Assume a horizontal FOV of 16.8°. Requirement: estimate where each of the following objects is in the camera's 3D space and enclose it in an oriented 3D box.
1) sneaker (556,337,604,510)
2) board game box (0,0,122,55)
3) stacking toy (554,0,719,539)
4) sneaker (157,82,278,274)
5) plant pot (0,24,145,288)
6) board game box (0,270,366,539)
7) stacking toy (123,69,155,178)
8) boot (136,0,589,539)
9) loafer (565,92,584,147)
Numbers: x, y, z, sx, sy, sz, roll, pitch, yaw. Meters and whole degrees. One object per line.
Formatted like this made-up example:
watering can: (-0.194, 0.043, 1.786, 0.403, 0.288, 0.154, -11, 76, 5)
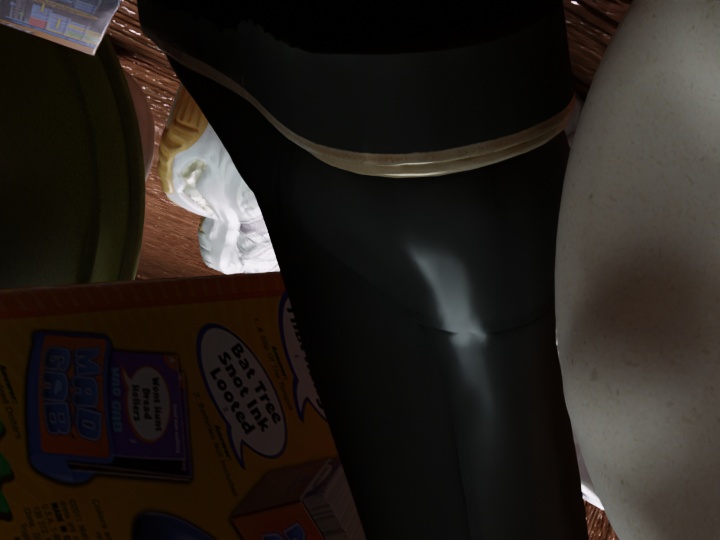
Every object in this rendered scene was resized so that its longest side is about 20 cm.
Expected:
sneaker: (0.107, 0.054, 0.821, 0.199, 0.075, 0.084, 26, -168, 36)
board game box: (-0.136, -0.109, 0.513, 0.199, 0.057, 0.165, 19, 178, -8)
stacking toy: (0.149, 0.003, 0.451, 0.199, 0.147, 0.146, 1, -173, -35)
sneaker: (-0.017, -0.028, 0.955, 0.087, 0.076, 0.200, 18, 177, 10)
plant pot: (-0.176, -0.021, 0.664, 0.199, 0.202, 0.193, 18, -176, 6)
board game box: (-0.091, 0.133, 0.602, 0.199, 0.201, 0.199, -30, 166, 31)
stacking toy: (-0.153, -0.076, 0.963, 0.085, 0.086, 0.200, 17, 171, 20)
boot: (0.000, 0.000, 0.554, 0.077, 0.139, 0.200, -11, -164, -6)
loafer: (0.045, -0.023, 0.788, 0.069, 0.070, 0.200, 8, 174, 15)
